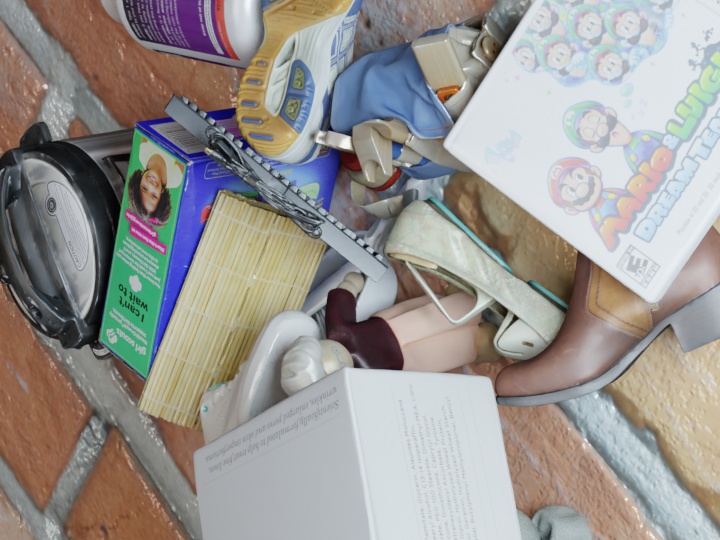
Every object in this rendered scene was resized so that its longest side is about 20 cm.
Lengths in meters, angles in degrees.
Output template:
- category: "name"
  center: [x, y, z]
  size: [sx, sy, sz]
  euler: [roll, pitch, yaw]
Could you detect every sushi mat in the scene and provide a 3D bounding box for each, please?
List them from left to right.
- category: "sushi mat"
  center: [-0.099, 0.038, 1.279]
  size: [0.012, 0.095, 0.202]
  euler: [-106, 36, -65]

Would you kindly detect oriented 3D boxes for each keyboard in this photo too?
- category: "keyboard"
  center: [-0.060, -0.061, 1.182]
  size: [0.199, 0.127, 0.021]
  euler: [38, 96, -5]

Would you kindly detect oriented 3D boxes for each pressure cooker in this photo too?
- category: "pressure cooker"
  center: [-0.223, -0.029, 1.417]
  size: [0.175, 0.199, 0.181]
  euler: [33, 123, 37]

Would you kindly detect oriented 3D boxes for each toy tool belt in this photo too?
- category: "toy tool belt"
  center: [0.029, -0.119, 1.189]
  size: [0.199, 0.122, 0.126]
  euler: [-19, 60, 45]

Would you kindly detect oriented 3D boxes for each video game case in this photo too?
- category: "video game case"
  center: [0.175, -0.113, 1.062]
  size: [0.182, 0.024, 0.201]
  euler: [38, 105, 21]

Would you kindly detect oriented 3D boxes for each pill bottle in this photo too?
- category: "pill bottle"
  center: [-0.121, -0.225, 1.323]
  size: [0.199, 0.112, 0.114]
  euler: [17, 113, 40]

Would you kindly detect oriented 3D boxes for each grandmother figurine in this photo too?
- category: "grandmother figurine"
  center: [0.016, 0.055, 1.203]
  size: [0.122, 0.199, 0.061]
  euler: [53, 132, 18]

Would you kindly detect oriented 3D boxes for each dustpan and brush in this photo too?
- category: "dustpan and brush"
  center: [0.000, 0.000, 1.292]
  size: [0.200, 0.057, 0.140]
  euler: [-43, 26, 11]

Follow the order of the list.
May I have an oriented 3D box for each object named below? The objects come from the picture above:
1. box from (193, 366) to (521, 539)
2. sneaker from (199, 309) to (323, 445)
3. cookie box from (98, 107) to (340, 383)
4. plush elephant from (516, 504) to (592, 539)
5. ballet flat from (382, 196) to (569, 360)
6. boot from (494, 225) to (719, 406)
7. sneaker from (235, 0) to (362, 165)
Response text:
- category: "box"
  center: [-0.001, 0.191, 1.115]
  size: [0.198, 0.130, 0.202]
  euler: [-31, 62, 46]
- category: "sneaker"
  center: [-0.088, 0.104, 1.254]
  size: [0.088, 0.075, 0.202]
  euler: [41, 129, 36]
- category: "cookie box"
  center: [-0.113, -0.026, 1.331]
  size: [0.075, 0.170, 0.202]
  euler: [35, 123, 35]
- category: "plush elephant"
  center: [0.091, 0.248, 1.233]
  size: [0.200, 0.163, 0.156]
  euler: [103, 180, -67]
- category: "ballet flat"
  center: [0.100, 0.027, 1.185]
  size: [0.199, 0.068, 0.062]
  euler: [39, 82, 15]
- category: "boot"
  center: [0.144, -0.023, 1.104]
  size: [0.187, 0.068, 0.202]
  euler: [-25, 87, 19]
- category: "sneaker"
  center: [-0.037, -0.178, 1.242]
  size: [0.075, 0.088, 0.202]
  euler: [20, 86, 20]
